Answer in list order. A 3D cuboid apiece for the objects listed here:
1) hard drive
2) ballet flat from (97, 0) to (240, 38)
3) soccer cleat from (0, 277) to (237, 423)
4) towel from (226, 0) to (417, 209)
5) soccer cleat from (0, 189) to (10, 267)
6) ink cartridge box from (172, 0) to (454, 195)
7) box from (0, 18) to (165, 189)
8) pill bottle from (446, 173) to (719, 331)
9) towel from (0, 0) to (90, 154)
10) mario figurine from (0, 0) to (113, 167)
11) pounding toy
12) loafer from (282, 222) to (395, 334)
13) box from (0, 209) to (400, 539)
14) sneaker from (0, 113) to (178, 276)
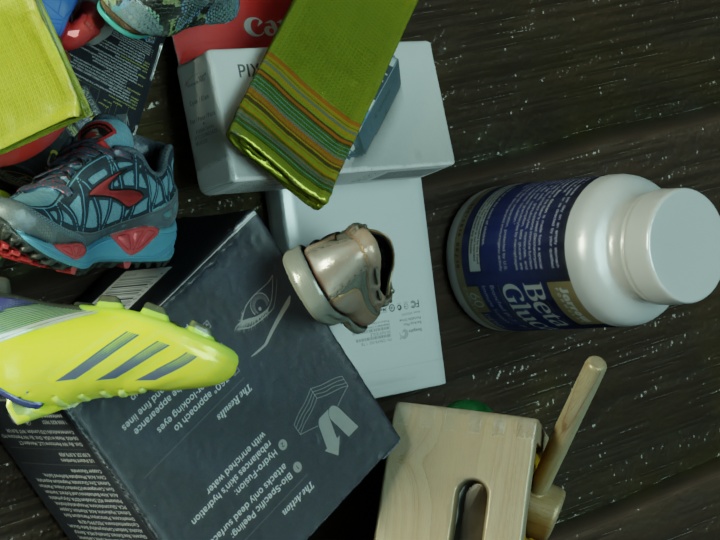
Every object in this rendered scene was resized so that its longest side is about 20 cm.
[{"bbox_3d":[-0.005,-0.008,1.883,0.132,0.027,0.200,-9,94,-40],"label":"hard drive"},{"bbox_3d":[-0.107,-0.193,1.696,0.200,0.074,0.074,-53,126,-70],"label":"ballet flat"},{"bbox_3d":[-0.176,0.056,1.581,0.200,0.065,0.084,9,78,-4],"label":"soccer cleat"},{"bbox_3d":[-0.021,-0.143,1.792,0.086,0.018,0.200,39,56,-23],"label":"towel"},{"bbox_3d":[-0.291,-0.004,1.621,0.200,0.065,0.084,-41,110,-33],"label":"soccer cleat"},{"bbox_3d":[-0.038,-0.147,1.831,0.200,0.045,0.176,-7,81,-39],"label":"ink cartridge box"},{"bbox_3d":[-0.225,-0.146,1.694,0.200,0.049,0.161,26,70,-36],"label":"box"},{"bbox_3d":[0.166,-0.013,1.913,0.111,0.200,0.111,3,85,-39],"label":"pill bottle"},{"bbox_3d":[-0.256,-0.098,1.571,0.086,0.200,0.018,65,30,-8],"label":"towel"},{"bbox_3d":[-0.220,-0.156,1.637,0.123,0.106,0.200,9,69,2],"label":"mario figurine"},{"bbox_3d":[0.093,0.164,1.826,0.184,0.142,0.200,54,44,-75],"label":"pounding toy"},{"bbox_3d":[0.000,0.000,1.757,0.072,0.063,0.200,61,9,3],"label":"loafer"},{"bbox_3d":[-0.112,0.099,1.729,0.197,0.117,0.200,-45,114,-31],"label":"box"},{"bbox_3d":[-0.179,-0.052,1.630,0.200,0.079,0.096,-7,109,-66],"label":"sneaker"}]
